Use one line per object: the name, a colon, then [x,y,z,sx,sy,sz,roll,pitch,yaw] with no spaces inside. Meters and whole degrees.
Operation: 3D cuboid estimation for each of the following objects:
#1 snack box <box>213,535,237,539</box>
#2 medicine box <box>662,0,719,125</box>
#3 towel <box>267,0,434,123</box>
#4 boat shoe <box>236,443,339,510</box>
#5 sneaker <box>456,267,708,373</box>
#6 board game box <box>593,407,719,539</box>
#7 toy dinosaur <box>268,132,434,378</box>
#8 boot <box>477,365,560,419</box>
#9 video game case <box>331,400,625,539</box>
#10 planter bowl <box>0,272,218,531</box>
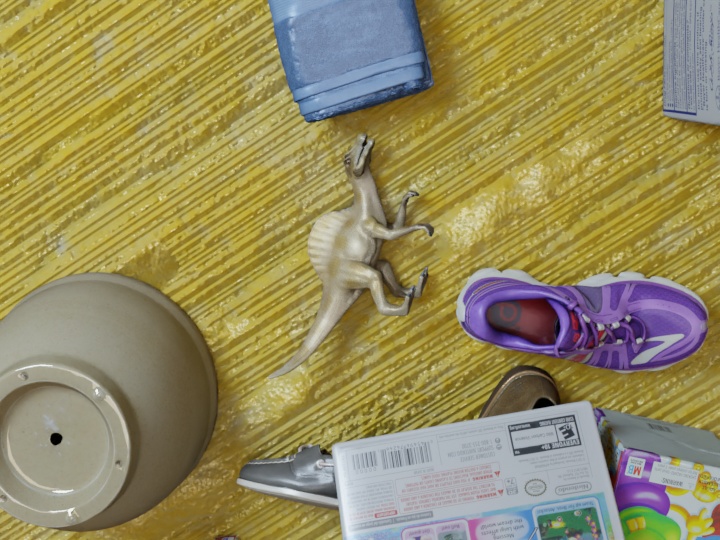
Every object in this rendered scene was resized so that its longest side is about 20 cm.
snack box: [-0.104,0.331,0.816,0.024,0.072,0.204,-7,99,8]
medicine box: [0.318,-0.156,0.662,0.178,0.200,0.105,-3,102,2]
towel: [-0.020,-0.221,0.737,0.109,0.049,0.204,-14,99,3]
boat shoe: [-0.002,0.163,0.786,0.196,0.067,0.058,5,73,19]
sneaker: [0.172,0.046,0.758,0.195,0.083,0.083,2,100,0]
board game box: [0.221,0.229,0.776,0.103,0.103,0.204,11,99,0]
toy dinosaur: [0.000,0.000,0.779,0.099,0.058,0.204,18,92,13]
boot: [0.100,0.175,0.786,0.072,0.076,0.203,24,100,-5]
video game case: [0.087,0.198,0.695,0.196,0.024,0.186,-9,66,1]
planter bowl: [-0.217,0.113,0.753,0.196,0.135,0.205,0,100,2]
